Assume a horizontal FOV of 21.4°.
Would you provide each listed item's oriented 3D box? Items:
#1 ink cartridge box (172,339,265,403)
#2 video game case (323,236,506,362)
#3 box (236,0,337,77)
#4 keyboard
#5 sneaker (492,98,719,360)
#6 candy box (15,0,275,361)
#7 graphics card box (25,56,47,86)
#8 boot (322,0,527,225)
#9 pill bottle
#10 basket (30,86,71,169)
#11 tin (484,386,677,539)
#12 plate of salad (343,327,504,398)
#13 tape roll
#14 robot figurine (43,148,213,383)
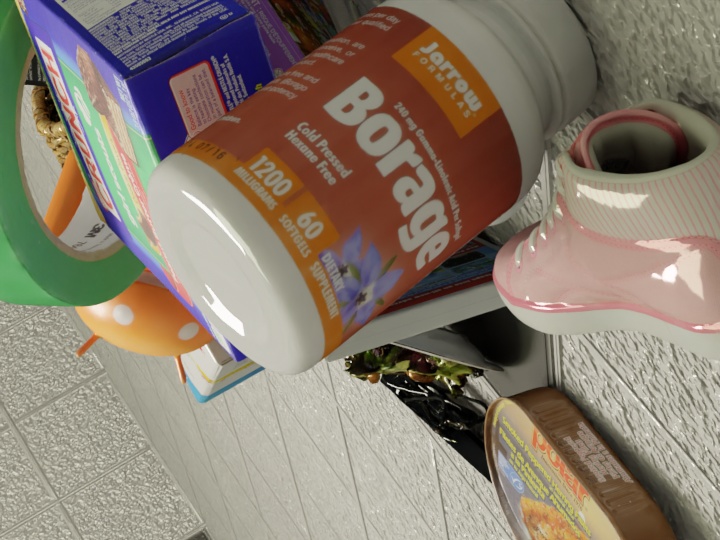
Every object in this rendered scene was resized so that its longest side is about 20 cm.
[{"bbox_3d":[-0.092,-0.007,1.465,0.148,0.145,0.200,59,167,5],"label":"ink cartridge box"},{"bbox_3d":[0.000,0.000,1.141,0.200,0.142,0.018,30,132,61],"label":"video game case"},{"bbox_3d":[-0.030,-0.118,1.069,0.138,0.039,0.200,57,-168,14],"label":"box"},{"bbox_3d":[0.082,0.116,1.353,0.104,0.040,0.200,42,178,-34],"label":"keyboard"},{"bbox_3d":[0.111,-0.027,0.838,0.105,0.075,0.200,61,160,-19],"label":"sneaker"},{"bbox_3d":[-0.099,-0.075,0.987,0.200,0.077,0.170,42,156,55],"label":"candy box"},{"bbox_3d":[-0.180,-0.173,1.215,0.126,0.198,0.051,98,175,-51],"label":"graphics card box"},{"bbox_3d":[0.025,-0.120,0.962,0.201,0.073,0.096,59,173,11],"label":"boot"},{"bbox_3d":[0.010,-0.053,0.863,0.112,0.200,0.113,42,156,23],"label":"pill bottle"},{"bbox_3d":[-0.213,-0.164,1.599,0.150,0.142,0.200,65,166,-21],"label":"basket"},{"bbox_3d":[0.134,0.150,1.138,0.200,0.041,0.113,-126,23,-47],"label":"tin"},{"bbox_3d":[-0.004,0.044,1.230,0.198,0.049,0.200,17,179,0],"label":"plate of salad"},{"bbox_3d":[-0.177,-0.081,1.116,0.048,0.201,0.202,1,131,27],"label":"tape roll"},{"bbox_3d":[-0.130,-0.029,1.300,0.116,0.202,0.144,13,177,29],"label":"robot figurine"}]
